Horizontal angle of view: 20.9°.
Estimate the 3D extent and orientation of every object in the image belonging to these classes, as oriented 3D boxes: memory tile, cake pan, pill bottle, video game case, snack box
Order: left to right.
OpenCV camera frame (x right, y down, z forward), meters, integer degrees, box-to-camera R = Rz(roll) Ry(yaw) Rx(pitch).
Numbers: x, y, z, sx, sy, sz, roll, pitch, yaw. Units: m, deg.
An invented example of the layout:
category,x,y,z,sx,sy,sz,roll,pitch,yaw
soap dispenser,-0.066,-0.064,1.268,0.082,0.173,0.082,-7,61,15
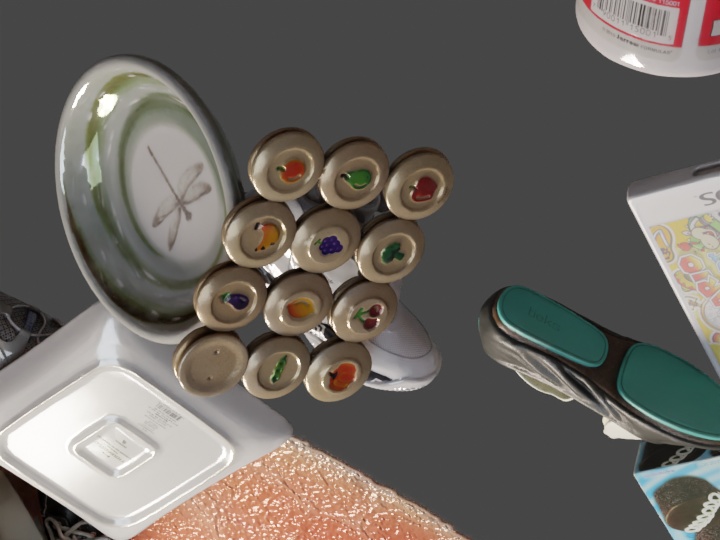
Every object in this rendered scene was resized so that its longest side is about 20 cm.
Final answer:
category,x,y,z,sx,sy,sz,roll,pitch,yaw
cake pan,-0.277,0.247,1.622,0.037,0.200,0.201,-28,130,-16
memory tile,-0.031,0.001,1.285,0.153,0.017,0.200,8,118,-31
pill bottle,0.184,-0.216,1.082,0.112,0.112,0.200,11,133,9
snack box,0.314,0.157,1.421,0.200,0.037,0.116,-16,124,29
video game case,0.298,0.001,1.298,0.182,0.023,0.200,-14,125,29

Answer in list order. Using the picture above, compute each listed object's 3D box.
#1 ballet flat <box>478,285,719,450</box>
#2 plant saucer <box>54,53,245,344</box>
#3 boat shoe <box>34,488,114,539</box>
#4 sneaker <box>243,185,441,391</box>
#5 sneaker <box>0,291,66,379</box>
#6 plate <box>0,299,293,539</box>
category,x,y,z,sx,sy,sz,roll,pitch,yaw
ballet flat,0.173,0.075,1.384,0.200,0.068,0.068,30,144,5
plant saucer,-0.133,-0.052,1.340,0.200,0.050,0.201,18,115,42
boat shoe,-0.234,0.211,1.620,0.073,0.068,0.200,-1,131,-3
sneaker,0.000,0.000,1.360,0.200,0.075,0.115,40,132,-15
sneaker,-0.219,0.059,1.501,0.200,0.075,0.082,31,124,-24
plate,-0.186,0.126,1.488,0.200,0.032,0.199,-33,124,26
